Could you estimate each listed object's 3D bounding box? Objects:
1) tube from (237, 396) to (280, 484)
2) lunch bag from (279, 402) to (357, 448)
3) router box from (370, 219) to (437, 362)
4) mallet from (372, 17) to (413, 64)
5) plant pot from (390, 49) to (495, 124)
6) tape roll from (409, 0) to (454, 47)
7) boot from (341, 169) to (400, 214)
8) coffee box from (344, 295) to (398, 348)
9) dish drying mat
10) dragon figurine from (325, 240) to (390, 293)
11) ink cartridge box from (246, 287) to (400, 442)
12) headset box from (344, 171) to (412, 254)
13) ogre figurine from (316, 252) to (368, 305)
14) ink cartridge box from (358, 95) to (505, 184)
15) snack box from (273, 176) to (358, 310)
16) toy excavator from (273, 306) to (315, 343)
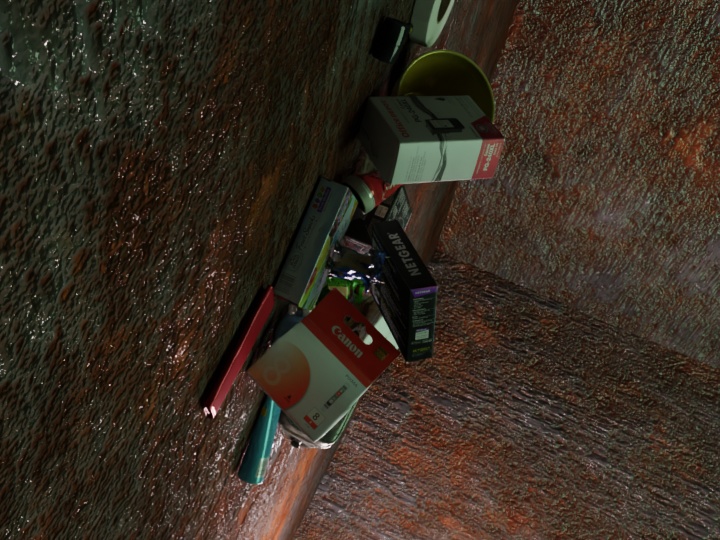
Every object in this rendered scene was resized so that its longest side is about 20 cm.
[{"bbox_3d":[-0.182,0.306,1.662,0.077,0.050,0.201,-33,140,-83],"label":"tube"},{"bbox_3d":[-0.090,0.292,1.935,0.201,0.139,0.168,-63,-173,-25],"label":"lunch bag"},{"bbox_3d":[0.068,0.031,1.446,0.200,0.051,0.150,-117,-158,-50],"label":"router box"},{"bbox_3d":[0.064,-0.387,1.395,0.200,0.041,0.066,-62,175,-58],"label":"mallet"},{"bbox_3d":[0.129,-0.296,1.623,0.201,0.199,0.142,-65,-160,-10],"label":"plant pot"},{"bbox_3d":[0.142,-0.503,1.568,0.203,0.037,0.204,23,90,-82],"label":"tape roll"},{"bbox_3d":[0.046,-0.166,1.530,0.144,0.073,0.200,-34,180,3],"label":"boot"},{"bbox_3d":[-0.009,0.113,1.674,0.200,0.080,0.113,2,-130,52],"label":"coffee box"},{"bbox_3d":[-0.176,0.118,1.266,0.077,0.018,0.201,96,18,-66],"label":"dish drying mat"},{"bbox_3d":[0.000,0.000,1.423,0.200,0.099,0.059,86,28,-77],"label":"dragon figurine"},{"bbox_3d":[-0.058,0.151,1.409,0.200,0.162,0.050,-46,173,0],"label":"ink cartridge box"},{"bbox_3d":[0.041,-0.095,1.818,0.149,0.075,0.200,-65,164,-11],"label":"headset box"},{"bbox_3d":[-0.042,0.039,1.627,0.120,0.098,0.201,-63,175,-59],"label":"ogre figurine"},{"bbox_3d":[0.116,-0.222,1.456,0.146,0.199,0.084,-119,-148,-42],"label":"ink cartridge box"},{"bbox_3d":[-0.070,-0.039,1.400,0.142,0.053,0.201,39,74,-83],"label":"snack box"},{"bbox_3d":[-0.093,0.088,1.501,0.195,0.099,0.201,-58,160,-54],"label":"toy excavator"}]
